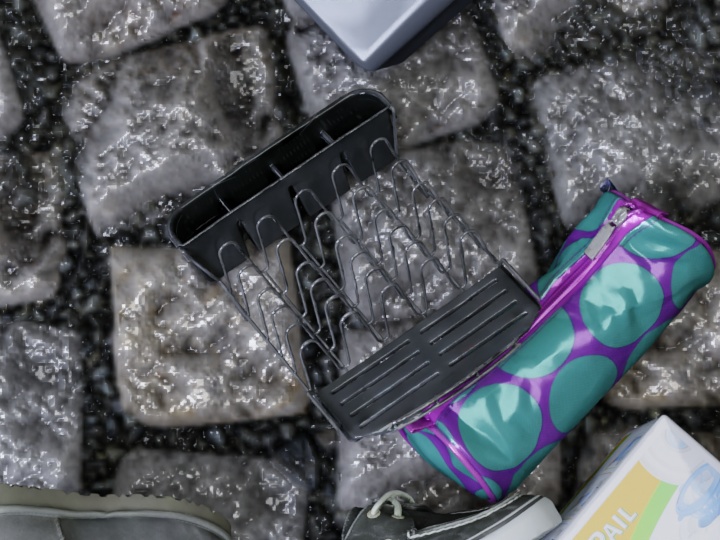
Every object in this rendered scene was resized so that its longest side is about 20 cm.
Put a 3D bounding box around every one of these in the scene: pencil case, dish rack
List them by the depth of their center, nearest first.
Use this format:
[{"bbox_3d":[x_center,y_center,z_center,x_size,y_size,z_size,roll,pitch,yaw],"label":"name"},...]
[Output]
[{"bbox_3d":[0.000,0.000,1.291,0.153,0.055,0.200,-35,51,-8],"label":"dish rack"},{"bbox_3d":[0.112,0.042,1.314,0.200,0.092,0.085,-47,48,-9],"label":"pencil case"}]

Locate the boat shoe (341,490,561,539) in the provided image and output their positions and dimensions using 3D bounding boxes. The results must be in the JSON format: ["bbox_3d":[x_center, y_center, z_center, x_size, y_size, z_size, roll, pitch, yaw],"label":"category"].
[{"bbox_3d":[0.014,0.161,1.274,0.200,0.071,0.064,-25,83,13],"label":"boat shoe"}]

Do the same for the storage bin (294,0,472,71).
[{"bbox_3d":[0.006,-0.221,1.341,0.200,0.146,0.134,47,107,4],"label":"storage bin"}]

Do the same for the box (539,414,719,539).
[{"bbox_3d":[0.142,0.195,1.286,0.112,0.101,0.200,40,80,3],"label":"box"}]

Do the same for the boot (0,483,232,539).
[{"bbox_3d":[-0.145,0.223,1.229,0.182,0.073,0.200,6,58,-27],"label":"boot"}]
